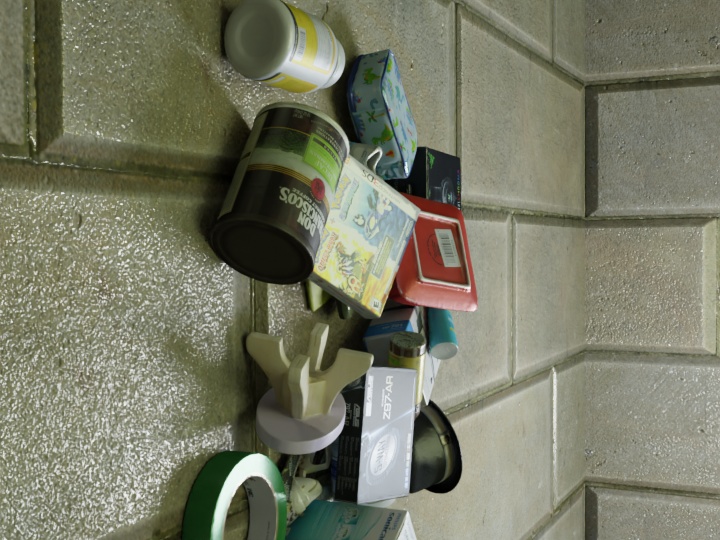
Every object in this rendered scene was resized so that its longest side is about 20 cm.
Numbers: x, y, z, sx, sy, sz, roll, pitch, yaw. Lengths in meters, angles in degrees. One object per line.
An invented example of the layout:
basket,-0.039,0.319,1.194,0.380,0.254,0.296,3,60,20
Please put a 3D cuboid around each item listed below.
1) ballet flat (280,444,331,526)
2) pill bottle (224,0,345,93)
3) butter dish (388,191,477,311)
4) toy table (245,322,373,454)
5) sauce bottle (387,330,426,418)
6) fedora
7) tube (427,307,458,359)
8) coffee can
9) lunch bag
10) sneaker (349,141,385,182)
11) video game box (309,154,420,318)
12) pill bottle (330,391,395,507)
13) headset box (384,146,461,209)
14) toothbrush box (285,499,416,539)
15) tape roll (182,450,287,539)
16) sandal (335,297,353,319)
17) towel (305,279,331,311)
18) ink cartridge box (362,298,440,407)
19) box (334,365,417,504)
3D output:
ballet flat,-0.084,0.305,1.541,0.073,0.071,0.203,64,36,-44
pill bottle,-0.099,-0.314,1.450,0.199,0.110,0.115,-1,91,-66
butter dish,0.091,-0.013,1.781,0.197,0.147,0.204,9,64,-40
toy table,-0.077,0.160,1.446,0.200,0.180,0.119,-97,-166,-71
sauce bottle,0.073,0.204,1.701,0.065,0.064,0.204,-36,133,-60
fedora,0.090,0.323,1.828,0.091,0.198,0.205,-25,115,-40
tube,0.141,0.066,1.860,0.078,0.049,0.203,69,12,-49
coffee can,-0.107,-0.105,1.395,0.147,0.144,0.203,58,39,-49
lunch bag,0.040,-0.269,1.775,0.162,0.081,0.202,-76,153,-48
sneaker,-0.001,-0.121,1.687,0.075,0.085,0.204,37,56,-67
video game box,-0.009,-0.056,1.607,0.181,0.046,0.203,32,68,-29
pill bottle,0.001,0.281,1.677,0.111,0.109,0.204,-21,110,-63
headset box,0.118,-0.139,1.949,0.199,0.091,0.178,2,87,-65
toothbrush box,-0.013,0.433,1.544,0.086,0.196,0.149,-58,141,-48
tape roll,-0.167,0.349,1.384,0.200,0.047,0.205,1,90,-66
sandal,0.000,0.001,1.723,0.080,0.056,0.203,67,24,-43
towel,-0.075,-0.044,1.622,0.086,0.018,0.204,-36,123,-55
ink cartridge box,0.079,0.136,1.821,0.200,0.084,0.149,-59,134,-63
box,0.026,0.249,1.572,0.159,0.043,0.205,13,81,-58
